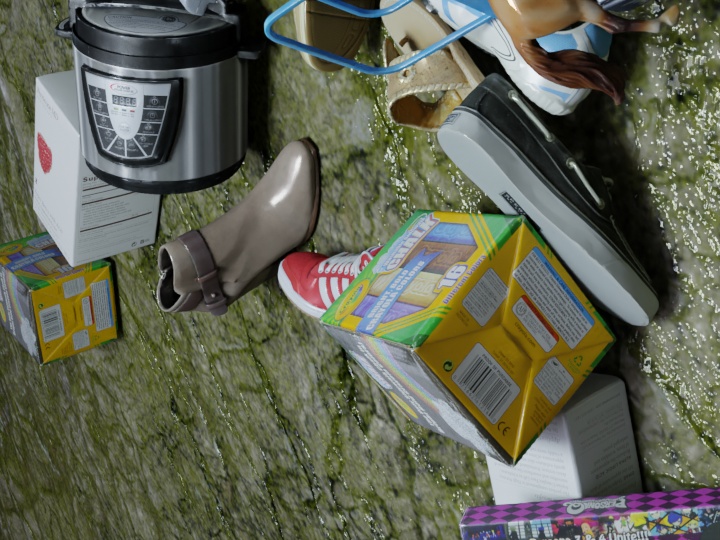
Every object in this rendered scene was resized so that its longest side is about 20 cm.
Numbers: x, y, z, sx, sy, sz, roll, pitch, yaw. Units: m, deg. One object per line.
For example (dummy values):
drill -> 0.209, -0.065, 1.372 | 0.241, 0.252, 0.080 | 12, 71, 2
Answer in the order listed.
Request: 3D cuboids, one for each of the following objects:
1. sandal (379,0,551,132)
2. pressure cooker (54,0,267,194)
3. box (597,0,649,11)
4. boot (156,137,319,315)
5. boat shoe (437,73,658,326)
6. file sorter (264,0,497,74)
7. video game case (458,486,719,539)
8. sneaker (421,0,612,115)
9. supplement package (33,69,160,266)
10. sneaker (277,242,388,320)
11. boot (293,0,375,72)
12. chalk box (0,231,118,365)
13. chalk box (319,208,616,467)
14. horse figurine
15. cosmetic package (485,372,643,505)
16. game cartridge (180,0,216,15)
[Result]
sandal -> 0.054, -0.132, 0.858 | 0.212, 0.069, 0.078 | 48, 164, 30
pressure cooker -> -0.196, -0.197, 1.118 | 0.178, 0.174, 0.202 | 39, 134, 44
box -> 0.169, -0.264, 0.611 | 0.157, 0.051, 0.202 | -22, 86, 35
boot -> -0.125, -0.034, 1.120 | 0.070, 0.145, 0.201 | 50, 141, 32
boat shoe -> 0.141, -0.047, 0.774 | 0.200, 0.064, 0.071 | 46, 166, -12
file sorter -> 0.004, -0.250, 0.756 | 0.122, 0.138, 0.203 | -23, 68, 41
video game case -> 0.182, 0.249, 0.807 | 0.197, 0.036, 0.184 | -9, 101, 18
sneaker -> 0.101, -0.183, 0.798 | 0.073, 0.071, 0.200 | -54, 49, 16
supplement package -> -0.316, -0.129, 1.378 | 0.121, 0.119, 0.202 | 48, 140, 32
sneaker -> 0.000, 0.000, 1.021 | 0.199, 0.071, 0.114 | 30, 133, 36
boot -> -0.059, -0.274, 0.971 | 0.154, 0.071, 0.203 | 16, 112, 51
chalk box -> -0.447, 0.025, 1.634 | 0.199, 0.123, 0.126 | 32, 132, 45
chalk box -> 0.065, 0.040, 0.850 | 0.125, 0.124, 0.199 | 48, 166, -22
horse figurine -> 0.116, -0.198, 0.694 | 0.050, 0.131, 0.203 | -121, 21, -88
cosmetic package -> 0.161, 0.182, 0.875 | 0.101, 0.073, 0.203 | 5, 112, 54
game cartridge -> -0.127, -0.336, 0.971 | 0.133, 0.041, 0.201 | 50, 124, 39
